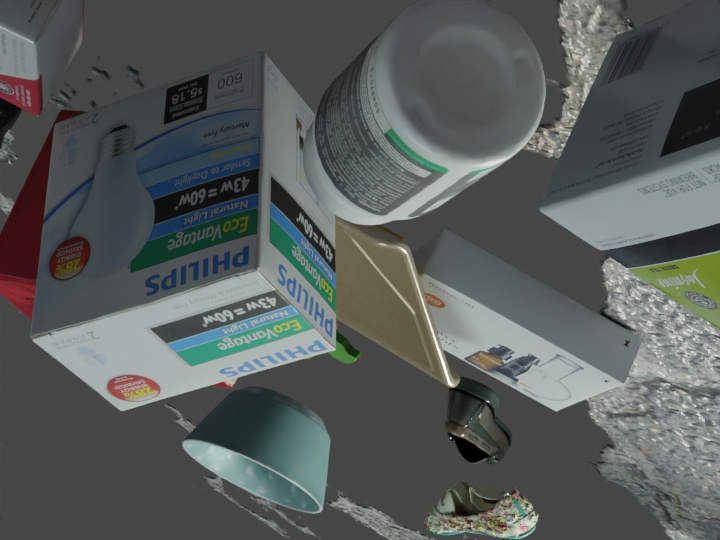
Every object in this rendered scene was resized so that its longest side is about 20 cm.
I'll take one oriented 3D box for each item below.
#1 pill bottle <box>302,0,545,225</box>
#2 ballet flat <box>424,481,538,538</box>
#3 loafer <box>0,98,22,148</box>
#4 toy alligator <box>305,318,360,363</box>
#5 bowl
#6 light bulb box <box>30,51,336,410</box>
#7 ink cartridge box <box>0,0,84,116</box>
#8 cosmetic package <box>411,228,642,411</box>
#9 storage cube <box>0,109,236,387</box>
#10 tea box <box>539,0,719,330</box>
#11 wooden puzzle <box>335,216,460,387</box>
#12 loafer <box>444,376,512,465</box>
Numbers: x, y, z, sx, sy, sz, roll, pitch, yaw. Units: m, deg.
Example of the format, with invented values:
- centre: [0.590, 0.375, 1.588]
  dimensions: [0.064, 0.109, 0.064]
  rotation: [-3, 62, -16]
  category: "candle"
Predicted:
- centre: [0.033, -0.098, 1.099]
  dimensions: [0.113, 0.113, 0.200]
  rotation: [29, 160, -11]
  category: "pill bottle"
- centre: [0.146, 0.295, 2.085]
  dimensions: [0.200, 0.076, 0.064]
  rotation: [-9, 111, 52]
  category: "ballet flat"
- centre: [-0.372, -0.135, 1.578]
  dimensions: [0.068, 0.071, 0.200]
  rotation: [32, 160, -18]
  category: "loafer"
- centre: [-0.088, 0.039, 1.713]
  dimensions: [0.199, 0.059, 0.054]
  rotation: [21, 119, 17]
  category: "toy alligator"
- centre: [-0.119, 0.221, 2.139]
  dimensions: [0.200, 0.105, 0.201]
  rotation: [22, 160, 8]
  category: "bowl"
- centre: [-0.129, -0.027, 1.258]
  dimensions: [0.198, 0.201, 0.125]
  rotation: [-17, 143, 21]
  category: "light bulb box"
- centre: [-0.316, -0.218, 1.269]
  dimensions: [0.199, 0.086, 0.148]
  rotation: [25, 161, -1]
  category: "ink cartridge box"
- centre: [0.126, 0.047, 1.461]
  dimensions: [0.200, 0.052, 0.151]
  rotation: [29, 158, -8]
  category: "cosmetic package"
- centre: [-0.190, -0.017, 1.473]
  dimensions: [0.179, 0.201, 0.171]
  rotation: [8, 155, 27]
  category: "storage cube"
- centre: [0.246, -0.053, 0.917]
  dimensions: [0.196, 0.134, 0.200]
  rotation: [33, 160, -18]
  category: "tea box"
- centre: [0.000, 0.000, 1.430]
  dimensions: [0.185, 0.037, 0.200]
  rotation: [30, 156, 40]
  category: "wooden puzzle"
- centre: [0.117, 0.176, 1.787]
  dimensions: [0.072, 0.063, 0.200]
  rotation: [19, 160, 19]
  category: "loafer"
